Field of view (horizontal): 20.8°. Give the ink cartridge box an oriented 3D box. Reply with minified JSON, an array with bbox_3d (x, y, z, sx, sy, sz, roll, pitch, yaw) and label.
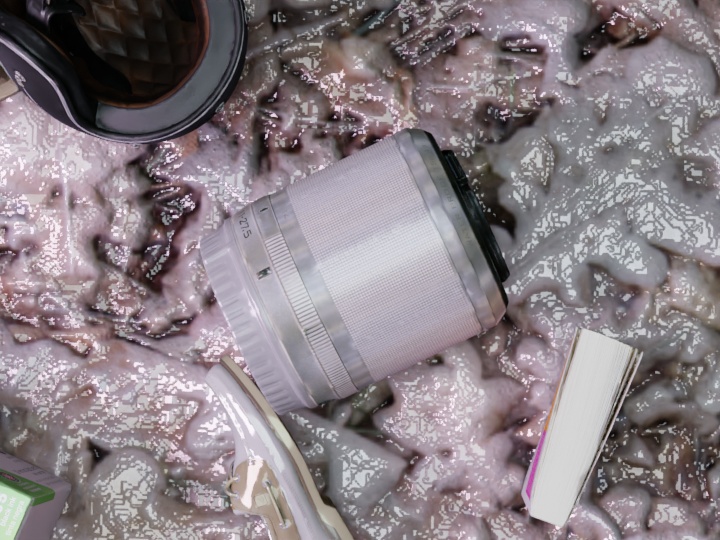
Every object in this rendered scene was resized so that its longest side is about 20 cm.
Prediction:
[{"bbox_3d":[-0.334,0.161,1.473,0.199,0.146,0.085,24,89,3],"label":"ink cartridge box"}]

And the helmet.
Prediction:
[{"bbox_3d":[-0.180,-0.190,1.457,0.199,0.191,0.202,-17,56,27],"label":"helmet"}]

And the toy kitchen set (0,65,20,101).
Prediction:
[{"bbox_3d":[-0.389,-0.198,1.482,0.179,0.163,0.201,-26,86,2],"label":"toy kitchen set"}]

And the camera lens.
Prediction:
[{"bbox_3d":[0.000,0.000,1.454,0.199,0.160,0.161,-26,87,2],"label":"camera lens"}]

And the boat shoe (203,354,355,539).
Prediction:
[{"bbox_3d":[-0.070,0.162,1.494,0.068,0.075,0.201,-31,87,-4],"label":"boat shoe"}]

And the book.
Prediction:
[{"bbox_3d":[0.151,0.111,1.421,0.048,0.200,0.135,20,89,4],"label":"book"}]
